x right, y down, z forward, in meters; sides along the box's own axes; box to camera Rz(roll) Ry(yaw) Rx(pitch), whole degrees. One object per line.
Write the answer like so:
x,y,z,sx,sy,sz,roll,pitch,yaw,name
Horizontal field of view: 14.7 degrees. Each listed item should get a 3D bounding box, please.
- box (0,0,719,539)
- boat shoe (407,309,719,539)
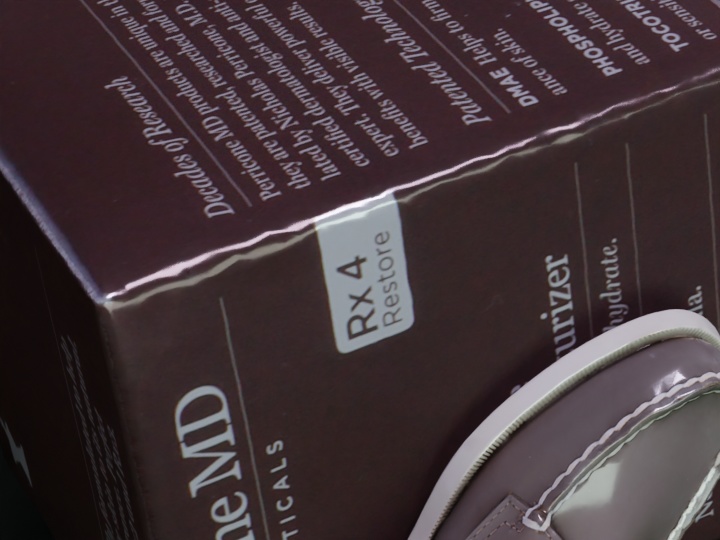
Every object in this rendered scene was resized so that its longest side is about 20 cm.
0.000,0.000,0.803,0.200,0.164,0.166,-21,128,-17,box
0.035,0.098,0.738,0.200,0.060,0.072,-46,131,5,boat shoe
